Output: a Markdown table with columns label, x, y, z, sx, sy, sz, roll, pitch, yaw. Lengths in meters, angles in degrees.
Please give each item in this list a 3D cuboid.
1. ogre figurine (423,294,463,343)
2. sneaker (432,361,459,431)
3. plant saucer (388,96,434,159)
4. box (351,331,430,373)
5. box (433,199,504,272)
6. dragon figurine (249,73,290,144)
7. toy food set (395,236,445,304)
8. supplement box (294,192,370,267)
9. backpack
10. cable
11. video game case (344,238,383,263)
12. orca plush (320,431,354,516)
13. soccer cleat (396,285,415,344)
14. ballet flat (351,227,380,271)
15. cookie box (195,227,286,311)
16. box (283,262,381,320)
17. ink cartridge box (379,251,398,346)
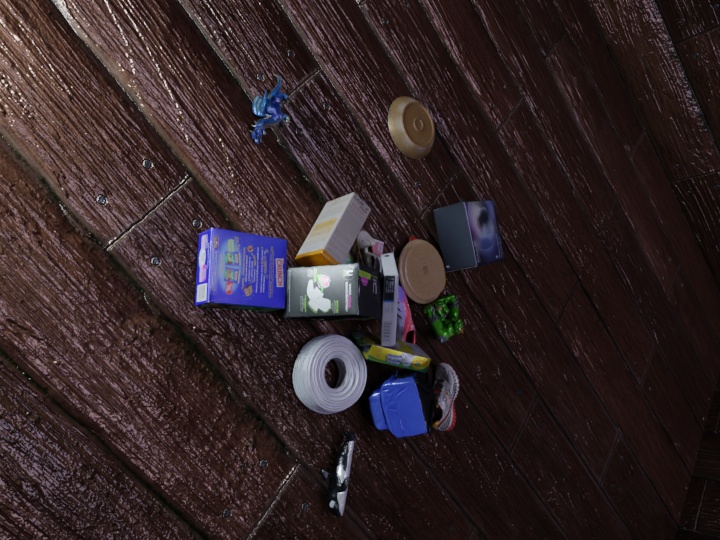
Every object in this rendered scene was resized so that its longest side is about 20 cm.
| label | x | y | z | sx | sy | sz | roll | pitch | yaw |
| --- | --- | --- | --- | --- | --- | --- | --- | --- | --- |
| ogre figurine | 0.255 | 0.145 | 1.800 | 0.200 | 0.097 | 0.121 | -25 | 99 | -78 |
| sneaker | 0.240 | 0.372 | 1.763 | 0.082 | 0.078 | 0.202 | 10 | 77 | -37 |
| plant saucer | 0.170 | -0.450 | 1.856 | 0.199 | 0.035 | 0.202 | 8 | 78 | -39 |
| box | 0.074 | 0.213 | 1.578 | 0.199 | 0.117 | 0.049 | 18 | 97 | -17 |
| box | 0.345 | -0.110 | 1.874 | 0.198 | 0.123 | 0.202 | -12 | 90 | -50 |
| dragon figurine | -0.232 | -0.416 | 1.498 | 0.099 | 0.059 | 0.202 | 4 | 82 | -40 |
| toy food set | 0.180 | 0.000 | 1.788 | 0.200 | 0.048 | 0.199 | -37 | 107 | -37 |
| supplement box | -0.070 | -0.094 | 1.542 | 0.073 | 0.126 | 0.201 | 41 | 60 | -27 |
| backpack | 0.118 | 0.343 | 1.613 | 0.200 | 0.166 | 0.164 | -18 | 100 | -72 |
| cable | -0.075 | 0.265 | 1.520 | 0.200 | 0.069 | 0.200 | 51 | 56 | -23 |
| video game case | 0.000 | 0.000 | 1.657 | 0.142 | 0.017 | 0.202 | 17 | 73 | -38 |
| orca plush | -0.063 | 0.505 | 1.494 | 0.070 | 0.105 | 0.202 | 11 | 86 | -3 |
| soccer cleat | 0.126 | 0.141 | 1.702 | 0.066 | 0.076 | 0.202 | 0 | 84 | -41 |
| ballet flat | 0.017 | -0.044 | 1.618 | 0.068 | 0.072 | 0.202 | -15 | 93 | -41 |
| cookie box | -0.274 | 0.004 | 1.389 | 0.199 | 0.075 | 0.173 | 9 | 78 | -38 |
| box | -0.065 | 0.057 | 1.449 | 0.148 | 0.198 | 0.125 | 19 | 69 | -64 |
| ink cartridge box | 0.072 | 0.064 | 1.569 | 0.043 | 0.200 | 0.200 | 1 | 111 | 0 |
